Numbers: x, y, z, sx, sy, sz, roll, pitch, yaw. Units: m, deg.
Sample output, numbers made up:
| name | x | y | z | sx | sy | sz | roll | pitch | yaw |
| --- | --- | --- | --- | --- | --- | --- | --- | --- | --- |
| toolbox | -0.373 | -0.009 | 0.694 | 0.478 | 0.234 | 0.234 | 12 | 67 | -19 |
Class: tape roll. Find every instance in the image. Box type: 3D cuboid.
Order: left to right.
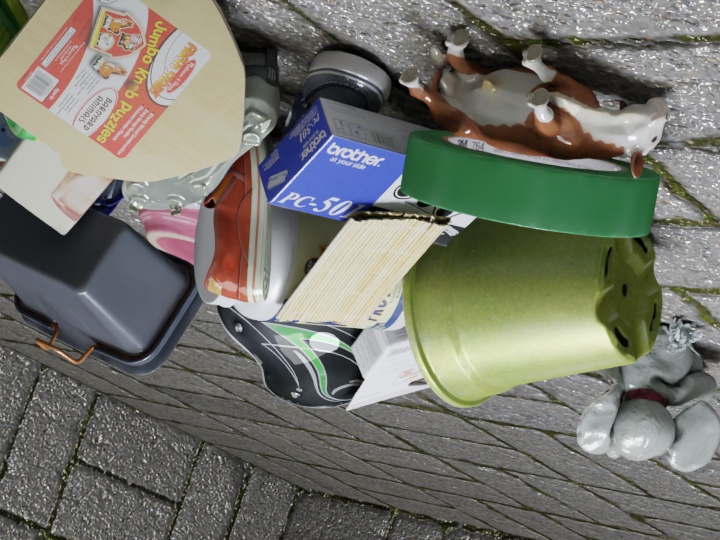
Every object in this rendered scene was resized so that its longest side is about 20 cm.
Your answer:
| name | x | y | z | sx | sy | sz | roll | pitch | yaw |
| --- | --- | --- | --- | --- | --- | --- | --- | --- | --- |
| tape roll | 0.133 | -0.070 | 1.427 | 0.200 | 0.048 | 0.200 | 10 | -170 | -2 |

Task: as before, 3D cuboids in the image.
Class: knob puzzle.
| name | x | y | z | sx | sy | sz | roll | pitch | yaw |
| --- | --- | --- | --- | --- | --- | --- | --- | --- | --- |
| knob puzzle | -0.181 | -0.156 | 1.476 | 0.220 | 0.220 | 0.030 | 23 | -152 | -14 |

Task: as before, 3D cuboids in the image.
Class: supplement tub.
| name | x | y | z | sx | sy | sz | roll | pitch | yaw |
| --- | --- | --- | --- | --- | --- | --- | --- | --- | --- |
| supplement tub | -0.046 | -0.021 | 1.731 | 0.200 | 0.145 | 0.145 | 5 | 172 | -23 |

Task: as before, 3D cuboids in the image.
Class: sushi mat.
| name | x | y | z | sx | sy | sz | roll | pitch | yaw |
| --- | --- | --- | --- | --- | --- | --- | --- | --- | --- |
| sushi mat | 0.000 | 0.000 | 1.605 | 0.096 | 0.012 | 0.200 | 3 | 152 | -23 |

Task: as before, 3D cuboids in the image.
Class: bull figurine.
| name | x | y | z | sx | sy | sz | roll | pitch | yaw |
| --- | --- | --- | --- | --- | --- | --- | --- | --- | --- |
| bull figurine | 0.128 | -0.124 | 1.358 | 0.200 | 0.065 | 0.121 | 9 | 161 | 34 |

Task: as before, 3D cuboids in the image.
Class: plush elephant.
| name | x | y | z | sx | sy | sz | roll | pitch | yaw |
| --- | --- | --- | --- | --- | --- | --- | --- | --- | --- |
| plush elephant | 0.303 | 0.142 | 1.955 | 0.165 | 0.155 | 0.200 | 21 | 167 | -5 |

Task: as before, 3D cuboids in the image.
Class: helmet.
| name | x | y | z | sx | sy | sz | roll | pitch | yaw |
| --- | --- | --- | --- | --- | --- | --- | --- | --- | --- |
| helmet | -0.049 | 0.035 | 1.962 | 0.200 | 0.200 | 0.191 | 9 | 142 | 36 |

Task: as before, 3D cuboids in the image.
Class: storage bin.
| name | x | y | z | sx | sy | sz | roll | pitch | yaw |
| --- | --- | --- | --- | --- | --- | --- | --- | --- | --- |
| storage bin | -0.275 | 0.003 | 1.743 | 0.200 | 0.146 | 0.134 | 22 | 163 | 34 |

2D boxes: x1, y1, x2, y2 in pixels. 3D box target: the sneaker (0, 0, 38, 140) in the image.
| name | x | y | z | sx | sy | sz | roll | pitch | yaw |
| --- | --- | --- | --- | --- | --- | --- | --- | --- | --- |
| sneaker | -0.313 | -0.194 | 1.493 | 0.074 | 0.084 | 0.200 | 24 | 139 | 51 |

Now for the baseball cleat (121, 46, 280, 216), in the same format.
| name | x | y | z | sx | sy | sz | roll | pitch | yaw |
| --- | --- | --- | --- | --- | --- | --- | --- | --- | --- |
| baseball cleat | -0.132 | -0.125 | 1.578 | 0.070 | 0.106 | 0.200 | 33 | 136 | -31 |

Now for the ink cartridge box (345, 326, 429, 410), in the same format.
| name | x | y | z | sx | sy | sz | roll | pitch | yaw |
| --- | --- | --- | --- | --- | --- | --- | --- | --- | --- |
| ink cartridge box | 0.086 | 0.073 | 1.911 | 0.200 | 0.045 | 0.176 | -14 | 160 | -23 |

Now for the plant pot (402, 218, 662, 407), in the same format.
| name | x | y | z | sx | sy | sz | roll | pitch | yaw |
| --- | --- | --- | --- | --- | --- | --- | --- | --- | --- |
| plant pot | 0.169 | 0.024 | 1.667 | 0.184 | 0.201 | 0.200 | -4 | 155 | 34 |

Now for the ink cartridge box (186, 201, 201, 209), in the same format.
| name | x | y | z | sx | sy | sz | roll | pitch | yaw |
| --- | --- | --- | --- | --- | --- | --- | --- | --- | --- |
| ink cartridge box | -0.169 | -0.122 | 1.767 | 0.116 | 0.067 | 0.200 | 13 | 164 | 25 |

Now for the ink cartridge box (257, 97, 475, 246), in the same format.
| name | x | y | z | sx | sy | sz | roll | pitch | yaw |
| --- | --- | --- | --- | --- | --- | --- | --- | --- | --- |
| ink cartridge box | 0.022 | -0.080 | 1.528 | 0.200 | 0.044 | 0.094 | 12 | 137 | -38 |

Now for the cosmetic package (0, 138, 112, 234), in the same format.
| name | x | y | z | sx | sy | sz | roll | pitch | yaw |
| --- | --- | --- | --- | --- | --- | --- | --- | --- | --- |
| cosmetic package | -0.236 | -0.128 | 1.607 | 0.087 | 0.103 | 0.200 | 39 | 143 | -10 |

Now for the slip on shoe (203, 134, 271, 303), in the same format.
| name | x | y | z | sx | sy | sz | roll | pitch | yaw |
| --- | --- | --- | --- | --- | --- | --- | --- | --- | --- |
| slip on shoe | -0.110 | -0.070 | 1.612 | 0.061 | 0.200 | 0.074 | 1 | 171 | 4 |

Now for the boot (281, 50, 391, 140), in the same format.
| name | x | y | z | sx | sy | sz | roll | pitch | yaw |
| --- | --- | --- | --- | --- | --- | --- | --- | --- | --- |
| boot | -0.029 | -0.117 | 1.543 | 0.073 | 0.090 | 0.200 | 21 | 166 | -5 |

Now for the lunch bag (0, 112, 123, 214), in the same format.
| name | x | y | z | sx | sy | sz | roll | pitch | yaw |
| --- | --- | --- | --- | --- | --- | --- | --- | --- | --- |
| lunch bag | -0.321 | -0.130 | 1.846 | 0.170 | 0.124 | 0.200 | 19 | 178 | 3 |

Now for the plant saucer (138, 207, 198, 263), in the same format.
| name | x | y | z | sx | sy | sz | roll | pitch | yaw |
| --- | --- | --- | --- | --- | --- | --- | --- | --- | --- |
| plant saucer | -0.175 | -0.036 | 2.152 | 0.200 | 0.051 | 0.201 | 19 | 166 | 5 |
